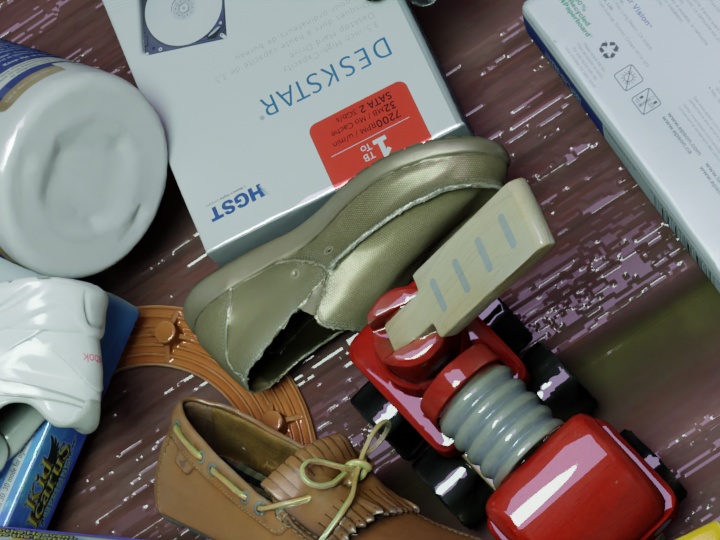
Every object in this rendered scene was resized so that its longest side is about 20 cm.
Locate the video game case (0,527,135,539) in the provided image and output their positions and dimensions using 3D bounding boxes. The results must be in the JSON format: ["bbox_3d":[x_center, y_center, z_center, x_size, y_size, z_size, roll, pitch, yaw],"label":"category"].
[{"bbox_3d":[-0.102,0.180,0.835,0.199,0.181,0.046,6,104,-6],"label":"video game case"}]

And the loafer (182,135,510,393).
[{"bbox_3d":[0.000,0.000,0.939,0.200,0.076,0.068,-33,67,20],"label":"loafer"}]

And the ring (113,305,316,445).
[{"bbox_3d":[-0.121,0.115,0.976,0.199,0.019,0.201,-4,74,13],"label":"ring"}]

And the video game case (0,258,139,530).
[{"bbox_3d":[-0.241,0.080,0.988,0.181,0.045,0.201,18,81,26],"label":"video game case"}]

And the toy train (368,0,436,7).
[{"bbox_3d":[-0.046,-0.176,0.951,0.199,0.034,0.046,10,73,16],"label":"toy train"}]

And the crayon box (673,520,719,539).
[{"bbox_3d":[0.117,0.179,0.837,0.199,0.127,0.051,-25,68,-1],"label":"crayon box"}]

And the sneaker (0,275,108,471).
[{"bbox_3d":[-0.223,0.067,0.920,0.199,0.078,0.100,-13,73,17],"label":"sneaker"}]

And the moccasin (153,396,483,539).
[{"bbox_3d":[-0.020,0.110,0.873,0.201,0.073,0.078,21,112,44],"label":"moccasin"}]

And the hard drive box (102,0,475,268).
[{"bbox_3d":[-0.042,-0.117,0.992,0.155,0.077,0.201,-27,70,5],"label":"hard drive box"}]

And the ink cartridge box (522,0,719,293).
[{"bbox_3d":[0.220,-0.116,0.947,0.200,0.043,0.197,-32,69,0],"label":"ink cartridge box"}]

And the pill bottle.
[{"bbox_3d":[-0.206,-0.072,0.978,0.200,0.111,0.111,21,79,42],"label":"pill bottle"}]

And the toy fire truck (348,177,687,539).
[{"bbox_3d":[0.074,0.058,0.848,0.129,0.200,0.176,-43,69,-1],"label":"toy fire truck"}]
